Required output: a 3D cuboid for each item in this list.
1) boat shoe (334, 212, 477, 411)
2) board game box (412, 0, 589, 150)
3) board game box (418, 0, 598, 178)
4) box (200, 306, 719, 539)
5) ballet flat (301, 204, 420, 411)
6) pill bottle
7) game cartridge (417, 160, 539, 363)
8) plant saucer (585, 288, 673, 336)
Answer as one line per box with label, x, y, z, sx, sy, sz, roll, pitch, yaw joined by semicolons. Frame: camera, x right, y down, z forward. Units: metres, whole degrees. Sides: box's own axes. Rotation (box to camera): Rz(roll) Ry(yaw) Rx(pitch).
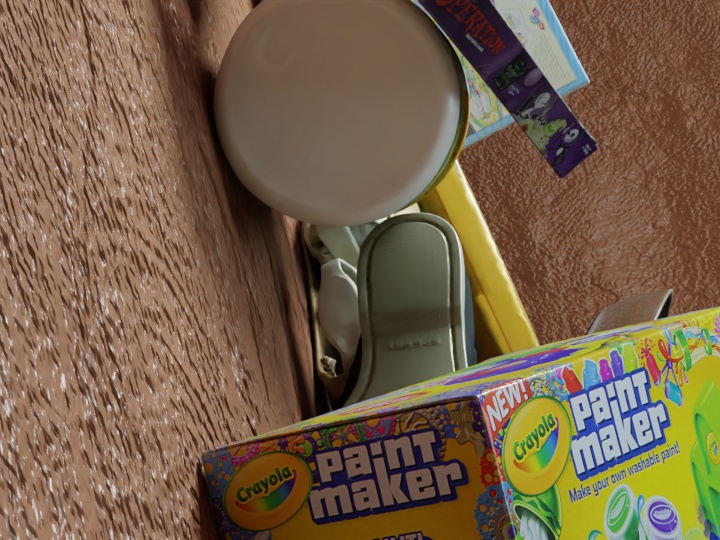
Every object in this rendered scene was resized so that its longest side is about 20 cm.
boat shoe;0.023;0.072;1.075;0.066;0.074;0.200;70;17;-55
board game box;0.035;-0.172;1.368;0.200;0.134;0.034;63;-2;-1
board game box;0.040;-0.125;1.013;0.120;0.032;0.200;51;5;29
box;0.067;0.130;0.818;0.200;0.122;0.193;-15;90;-55
ballet flat;0.000;0.000;1.189;0.063;0.068;0.200;51;20;-43
pill bottle;-0.004;-0.080;1.084;0.200;0.112;0.113;-37;113;-84
game cartridge;0.048;0.030;1.303;0.176;0.032;0.200;117;-46;-64
plant saucer;0.110;0.100;1.130;0.200;0.034;0.201;18;90;-79
